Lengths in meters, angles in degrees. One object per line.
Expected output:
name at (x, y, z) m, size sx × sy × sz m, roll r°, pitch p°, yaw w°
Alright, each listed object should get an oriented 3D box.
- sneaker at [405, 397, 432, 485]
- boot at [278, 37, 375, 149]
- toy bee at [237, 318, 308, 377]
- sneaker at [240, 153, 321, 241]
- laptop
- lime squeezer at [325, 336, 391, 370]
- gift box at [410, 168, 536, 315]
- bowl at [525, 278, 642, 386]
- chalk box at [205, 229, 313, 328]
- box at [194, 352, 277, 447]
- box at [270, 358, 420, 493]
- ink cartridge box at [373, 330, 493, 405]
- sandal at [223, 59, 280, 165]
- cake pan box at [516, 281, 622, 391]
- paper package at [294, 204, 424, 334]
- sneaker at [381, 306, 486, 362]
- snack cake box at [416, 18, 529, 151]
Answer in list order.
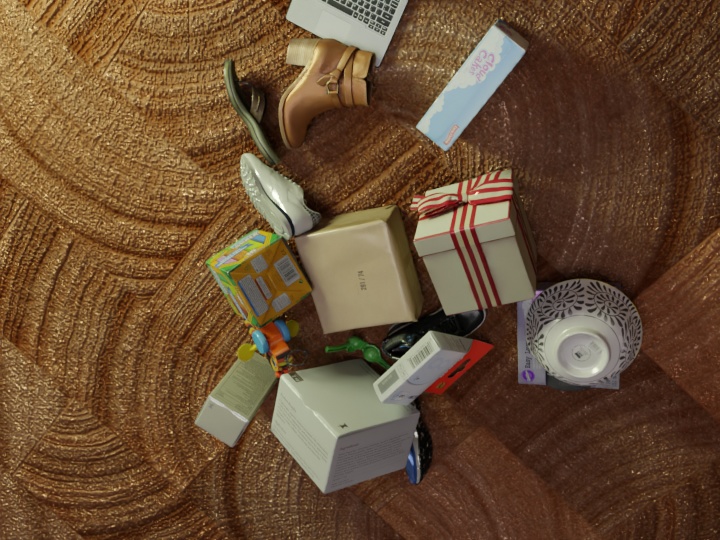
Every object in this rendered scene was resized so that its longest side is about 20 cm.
sneaker at (0.085, 0.333, 1.580) m, size 0.089 × 0.078 × 0.201 m, roll -10°, pitch 100°, yaw 27°
boot at (-0.057, -0.296, 1.363) m, size 0.154 × 0.074 × 0.201 m, roll 13°, pitch 114°, yaw 13°
toy bee at (-0.176, 0.155, 1.543) m, size 0.130 × 0.201 × 0.109 m, roll -10°, pitch 133°, yaw -10°
sneaker at (-0.153, -0.143, 1.445) m, size 0.200 × 0.080 × 0.077 m, roll 54°, pitch 159°, yaw 21°
laptop at (-0.024, -0.454, 1.271) m, size 0.187 × 0.116 × 0.201 m, roll 29°, pitch 116°, yaw 4°
lime squeezer at (0.012, 0.163, 1.536) m, size 0.199 × 0.071 × 0.038 m, roll 28°, pitch 102°, yaw -29°
gift box at (0.190, -0.062, 1.333) m, size 0.184 × 0.200 × 0.187 m, roll -15°, pitch 122°, yaw 17°
bowl at (0.378, 0.124, 1.341) m, size 0.199 × 0.094 × 0.202 m, roll 6°, pitch 113°, yaw 14°
chalk box at (-0.198, 0.009, 1.472) m, size 0.124 × 0.200 × 0.125 m, roll -35°, pitch 109°, yaw -18°
box at (-0.238, 0.247, 1.562) m, size 0.095 × 0.200 × 0.078 m, roll 33°, pitch 116°, yaw 1°
box at (-0.031, 0.283, 1.478) m, size 0.199 × 0.199 × 0.131 m, roll 38°, pitch 125°, yaw 43°
ink cartridge box at (0.144, 0.188, 1.442) m, size 0.160 × 0.199 × 0.047 m, roll -47°, pitch 50°, yaw 25°
sandal at (-0.187, -0.287, 1.415) m, size 0.057 × 0.080 × 0.202 m, roll -26°, pitch 109°, yaw 6°
cake pan box at (0.374, 0.118, 1.419) m, size 0.183 × 0.052 × 0.201 m, roll 3°, pitch 111°, yaw 17°
paper package at (0.000, 0.000, 1.451) m, size 0.189 × 0.104 × 0.201 m, roll -10°, pitch 108°, yaw 19°
sneaker at (0.135, 0.123, 1.455) m, size 0.199 × 0.112 × 0.073 m, roll -21°, pitch 105°, yaw 22°
snack cake box at (0.182, -0.300, 1.273) m, size 0.067 × 0.115 × 0.200 m, roll 38°, pitch 116°, yaw -1°
